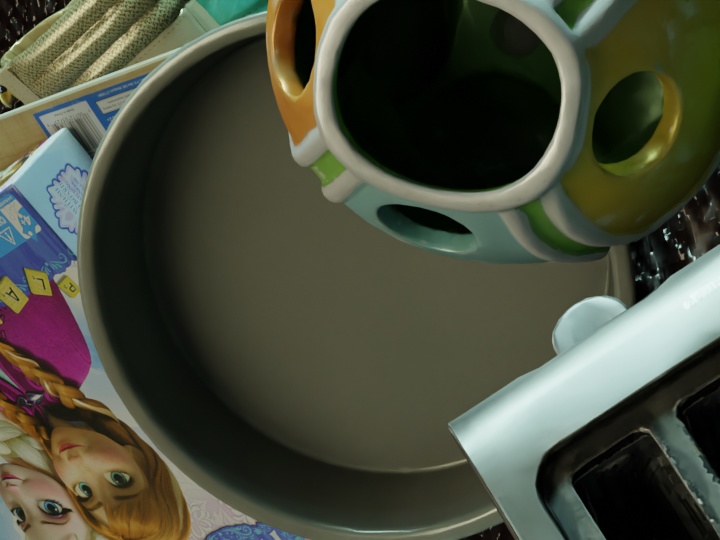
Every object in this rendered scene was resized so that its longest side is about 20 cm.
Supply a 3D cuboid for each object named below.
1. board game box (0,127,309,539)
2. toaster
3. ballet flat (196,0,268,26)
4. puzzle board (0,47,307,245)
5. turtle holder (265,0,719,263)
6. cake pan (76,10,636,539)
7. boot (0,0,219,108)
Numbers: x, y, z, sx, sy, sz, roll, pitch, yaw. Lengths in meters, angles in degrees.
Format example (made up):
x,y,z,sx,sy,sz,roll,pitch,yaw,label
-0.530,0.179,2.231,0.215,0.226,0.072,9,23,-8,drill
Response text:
x,y,z,sx,sy,sz,roll,pitch,yaw,label
-0.115,0.065,1.064,0.200,0.041,0.200,49,137,-12,board game box
0.140,0.073,0.676,0.201,0.180,0.119,59,-177,31,toaster
-0.070,-0.072,1.109,0.071,0.067,0.200,55,145,14,ballet flat
-0.092,-0.002,1.034,0.199,0.017,0.151,-16,116,41,puzzle board
0.056,-0.056,0.800,0.185,0.132,0.141,38,112,3,turtle holder
0.000,0.000,0.933,0.199,0.037,0.202,5,112,13,cake pan
-0.084,-0.032,1.063,0.155,0.073,0.200,41,142,-7,boot
